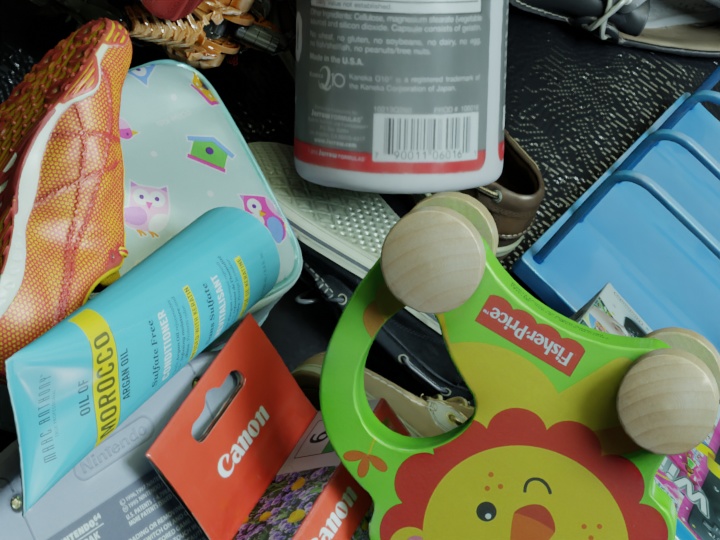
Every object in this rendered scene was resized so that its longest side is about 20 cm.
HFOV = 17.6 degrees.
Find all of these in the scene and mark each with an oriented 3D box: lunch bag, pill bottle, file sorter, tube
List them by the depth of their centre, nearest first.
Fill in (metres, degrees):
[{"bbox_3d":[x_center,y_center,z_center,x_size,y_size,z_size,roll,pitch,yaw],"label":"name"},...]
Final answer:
[{"bbox_3d":[-0.105,0.031,1.071,0.050,0.078,0.200,6,28,26],"label":"tube"},{"bbox_3d":[-0.138,-0.009,1.187,0.200,0.077,0.161,-23,79,-34],"label":"lunch bag"},{"bbox_3d":[0.022,-0.147,1.229,0.114,0.114,0.201,-5,103,-30],"label":"pill bottle"},{"bbox_3d":[0.215,-0.034,1.352,0.139,0.123,0.200,44,51,4],"label":"file sorter"}]

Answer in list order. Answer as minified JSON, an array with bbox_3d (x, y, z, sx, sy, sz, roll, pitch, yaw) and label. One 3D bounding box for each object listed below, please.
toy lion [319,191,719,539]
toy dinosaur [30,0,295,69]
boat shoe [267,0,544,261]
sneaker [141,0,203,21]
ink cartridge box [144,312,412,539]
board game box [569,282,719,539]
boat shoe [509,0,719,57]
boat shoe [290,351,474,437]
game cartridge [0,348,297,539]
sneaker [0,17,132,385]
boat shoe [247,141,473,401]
[{"bbox_3d":[0.066,0.090,1.086,0.200,0.192,0.069,32,14,3],"label":"toy lion"},{"bbox_3d":[-0.098,-0.155,1.260,0.136,0.200,0.102,30,86,1],"label":"toy dinosaur"},{"bbox_3d":[0.033,-0.100,1.335,0.202,0.075,0.075,46,51,6],"label":"boat shoe"},{"bbox_3d":[-0.107,-0.199,1.188,0.115,0.078,0.200,37,22,0],"label":"sneaker"},{"bbox_3d":[-0.010,0.125,1.135,0.200,0.050,0.109,55,46,-23],"label":"ink cartridge box"},{"bbox_3d":[0.140,0.103,1.209,0.148,0.064,0.200,47,23,0],"label":"board game box"},{"bbox_3d":[0.167,-0.171,1.458,0.200,0.074,0.060,7,53,-34],"label":"boat shoe"},{"bbox_3d":[0.043,0.104,1.220,0.200,0.074,0.066,40,46,-13],"label":"boat shoe"},{"bbox_3d":[-0.109,0.123,1.110,0.200,0.041,0.133,-32,103,-38],"label":"game cartridge"},{"bbox_3d":[-0.145,-0.031,1.116,0.077,0.073,0.200,34,58,-34],"label":"sneaker"},{"bbox_3d":[0.000,0.000,1.264,0.200,0.062,0.075,37,35,17],"label":"boat shoe"}]
